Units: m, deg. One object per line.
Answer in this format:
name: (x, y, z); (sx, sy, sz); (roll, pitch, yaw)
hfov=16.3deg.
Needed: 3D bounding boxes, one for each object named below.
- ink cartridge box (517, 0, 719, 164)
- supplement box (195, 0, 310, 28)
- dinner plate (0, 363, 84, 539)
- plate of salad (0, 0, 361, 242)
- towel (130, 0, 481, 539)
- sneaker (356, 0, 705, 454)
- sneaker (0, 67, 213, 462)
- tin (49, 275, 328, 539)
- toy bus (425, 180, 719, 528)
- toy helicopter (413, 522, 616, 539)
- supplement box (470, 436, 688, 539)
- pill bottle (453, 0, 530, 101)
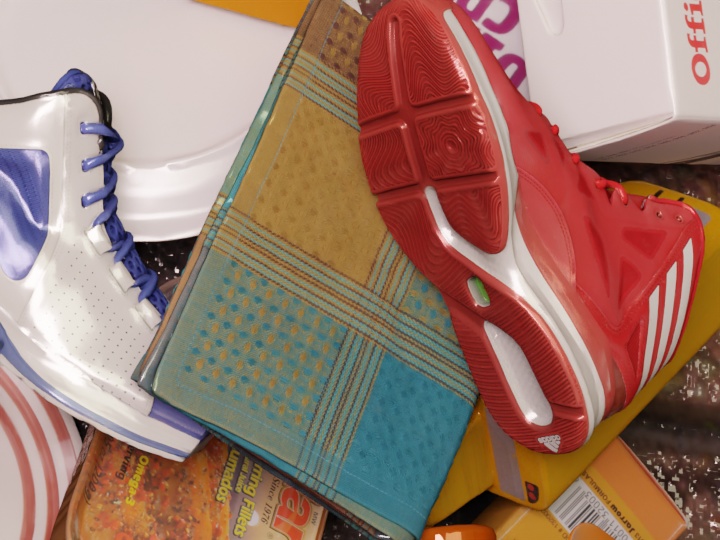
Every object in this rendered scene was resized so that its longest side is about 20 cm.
ink cartridge box: (0.168, -0.127, 1.148); (0.199, 0.084, 0.147); (-1, 81, -43)
supplement box: (-0.017, -0.225, 1.118); (0.073, 0.126, 0.201); (15, 58, 9)
dinner plate: (-0.209, 0.089, 1.057); (0.199, 0.024, 0.201); (15, 55, -23)
plate of salad: (-0.096, -0.093, 1.135); (0.198, 0.048, 0.201); (1, 58, -2)
towel: (0.000, 0.000, 1.055); (0.146, 0.022, 0.201); (34, 62, -22)
sneaker: (0.075, -0.034, 1.065); (0.115, 0.078, 0.201); (-31, 107, -42)
sneaker: (-0.120, -0.016, 1.033); (0.199, 0.081, 0.115); (35, 93, -1)
tin: (-0.068, 0.091, 1.099); (0.111, 0.042, 0.201); (24, 52, -9)
toy bus: (0.087, 0.042, 1.137); (0.078, 0.065, 0.200); (22, 49, 35)
toy helicopter: (0.115, 0.139, 1.050); (0.199, 0.132, 0.079); (1, 75, -23)
supplement box: (0.056, 0.159, 1.131); (0.200, 0.067, 0.069); (-40, 93, -26)
pill bottle: (0.043, -0.070, 1.173); (0.113, 0.113, 0.200); (38, 64, -6)
